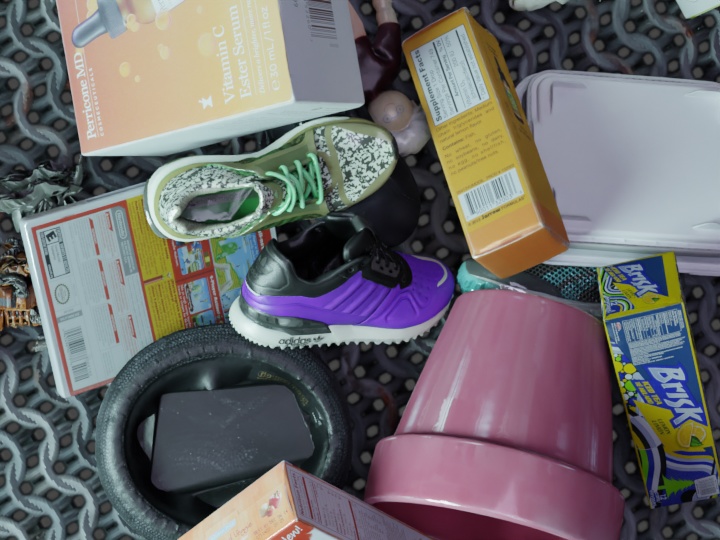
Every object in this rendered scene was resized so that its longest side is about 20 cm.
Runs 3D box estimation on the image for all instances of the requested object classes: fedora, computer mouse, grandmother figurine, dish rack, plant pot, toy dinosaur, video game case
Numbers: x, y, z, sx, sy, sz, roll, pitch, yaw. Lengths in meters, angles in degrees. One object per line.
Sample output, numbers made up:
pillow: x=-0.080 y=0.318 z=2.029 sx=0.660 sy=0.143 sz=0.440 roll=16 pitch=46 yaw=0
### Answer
fedora: x=-0.107 y=0.132 z=1.334 sx=0.198 sy=0.092 sz=0.203 roll=0 pitch=90 yaw=-6
computer mouse: x=-0.032 y=-0.093 z=1.341 sx=0.138 sy=0.053 sz=0.201 roll=-31 pitch=102 yaw=31
grandmother figurine: x=-0.017 y=-0.173 z=1.364 sx=0.121 sy=0.061 sz=0.201 roll=-39 pitch=91 yaw=10
dish rack: x=0.222 y=-0.086 z=1.368 sx=0.197 sy=0.044 sz=0.174 roll=3 pitch=69 yaw=-5
plant pot: x=0.116 y=0.121 z=1.320 sx=0.198 sy=0.200 sz=0.181 roll=16 pitch=72 yaw=-6
toy dinosaur: x=-0.234 y=-0.014 z=1.337 sx=0.199 sy=0.102 sz=0.137 roll=-27 pitch=108 yaw=-23
video game case: x=-0.155 y=0.002 z=1.318 sx=0.198 sy=0.017 sz=0.145 roll=-18 pitch=110 yaw=-24

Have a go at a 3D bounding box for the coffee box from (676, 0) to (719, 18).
coffee box: x=0.317 y=-0.340 z=1.328 sx=0.199 sy=0.200 sz=0.199 roll=-32 pitch=93 yaw=-5

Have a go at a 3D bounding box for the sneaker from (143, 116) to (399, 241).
sneaker: x=-0.062 y=-0.058 z=1.266 sx=0.198 sy=0.089 sz=0.078 roll=-17 pitch=108 yaw=-5

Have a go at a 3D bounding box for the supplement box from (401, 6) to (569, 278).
supplement box: x=0.097 y=-0.100 z=1.328 sx=0.068 sy=0.066 sz=0.202 roll=-23 pitch=66 yaw=19

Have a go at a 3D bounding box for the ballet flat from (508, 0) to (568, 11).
ballet flat: x=0.116 y=-0.248 z=1.381 sx=0.198 sy=0.069 sz=0.070 roll=17 pitch=88 yaw=-4

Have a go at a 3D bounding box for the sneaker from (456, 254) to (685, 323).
sneaker: x=0.176 y=0.007 z=1.385 sx=0.198 sy=0.078 sz=0.092 roll=12 pitch=72 yaw=-9

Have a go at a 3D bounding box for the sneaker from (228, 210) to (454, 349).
sneaker: x=0.000 y=0.000 z=1.311 sx=0.198 sy=0.070 sz=0.100 roll=-8 pitch=131 yaw=-34

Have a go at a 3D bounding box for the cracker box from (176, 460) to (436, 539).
cracker box: x=-0.035 y=0.233 z=1.283 sx=0.134 sy=0.058 sz=0.199 roll=-38 pitch=133 yaw=22

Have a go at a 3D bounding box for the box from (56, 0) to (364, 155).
box: x=-0.116 y=-0.178 z=1.280 sx=0.198 sy=0.106 sz=0.154 roll=-12 pitch=88 yaw=29

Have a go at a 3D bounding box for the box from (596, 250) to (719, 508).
box: x=0.236 y=0.089 z=1.330 sx=0.064 sy=0.070 sz=0.201 roll=-11 pitch=124 yaw=11
